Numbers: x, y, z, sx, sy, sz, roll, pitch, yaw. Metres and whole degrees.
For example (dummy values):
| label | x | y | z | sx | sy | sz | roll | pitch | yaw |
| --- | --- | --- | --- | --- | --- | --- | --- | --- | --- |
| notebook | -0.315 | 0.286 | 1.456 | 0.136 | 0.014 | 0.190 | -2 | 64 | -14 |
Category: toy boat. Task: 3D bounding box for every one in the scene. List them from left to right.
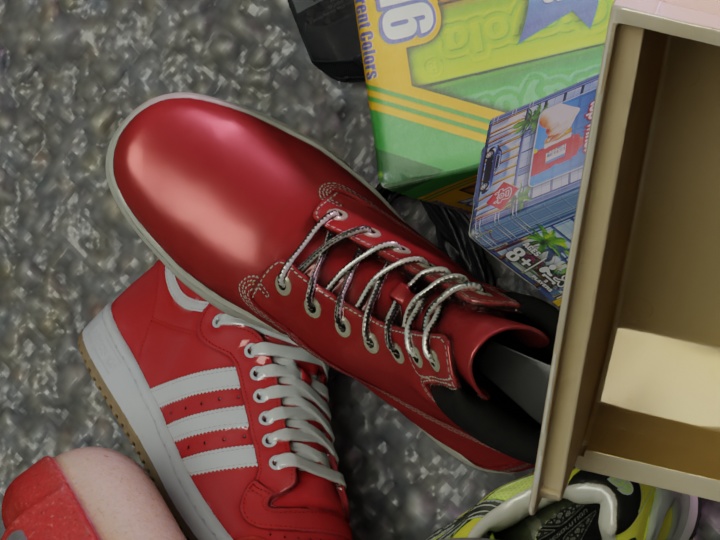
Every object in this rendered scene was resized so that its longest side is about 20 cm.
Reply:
| label | x | y | z | sx | sy | sz | roll | pitch | yaw |
| --- | --- | --- | --- | --- | --- | --- | --- | --- | --- |
| toy boat | -0.106 | 0.170 | 0.986 | 0.130 | 0.200 | 0.131 | -27 | 50 | -10 |

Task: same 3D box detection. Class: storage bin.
| label | x | y | z | sx | sy | sz | roll | pitch | yaw |
| --- | --- | --- | --- | --- | --- | --- | --- | --- | --- |
| storage bin | 0.164 | 0.006 | 0.777 | 0.199 | 0.094 | 0.199 | 13 | 127 | 8 |

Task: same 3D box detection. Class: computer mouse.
| label | x | y | z | sx | sy | sz | roll | pitch | yaw |
| --- | --- | --- | --- | --- | --- | --- | --- | --- | --- |
| computer mouse | 0.014 | -0.072 | 1.057 | 0.058 | 0.034 | 0.201 | -21 | 84 | 29 |

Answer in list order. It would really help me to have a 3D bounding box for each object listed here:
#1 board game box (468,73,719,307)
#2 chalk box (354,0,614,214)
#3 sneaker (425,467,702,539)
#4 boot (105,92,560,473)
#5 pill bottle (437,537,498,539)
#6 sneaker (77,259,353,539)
| label | x | y | z | sx | sy | sz | roll | pitch | yaw |
| --- | --- | --- | --- | --- | --- | --- | --- | --- | --- |
| board game box | 0.176 | -0.023 | 0.865 | 0.200 | 0.200 | 0.062 | -36 | 29 | 38 |
| chalk box | 0.110 | -0.102 | 0.963 | 0.199 | 0.124 | 0.125 | -13 | 80 | 22 |
| sneaker | 0.036 | 0.127 | 1.000 | 0.200 | 0.076 | 0.075 | -44 | 72 | 15 |
| boot | 0.000 | 0.000 | 0.924 | 0.200 | 0.144 | 0.073 | 35 | 84 | -3 |
| pill bottle | 0.032 | 0.197 | 0.935 | 0.112 | 0.112 | 0.201 | 30 | 136 | 23 |
| sneaker | -0.027 | 0.048 | 1.019 | 0.113 | 0.071 | 0.200 | -48 | 50 | 11 |
